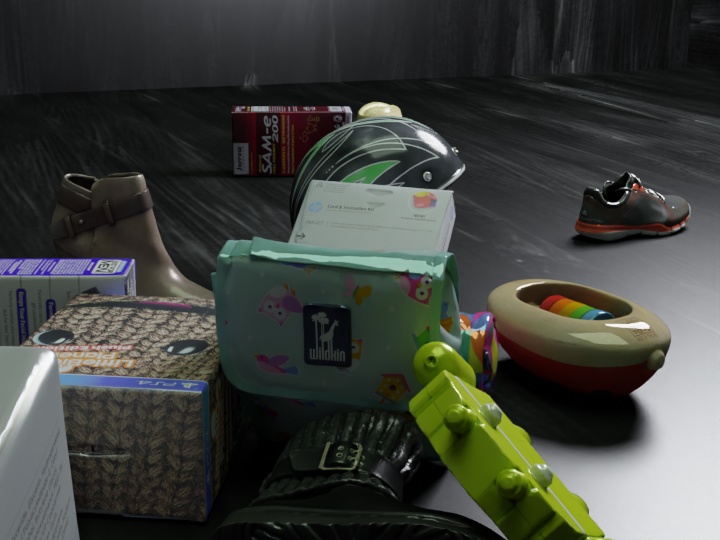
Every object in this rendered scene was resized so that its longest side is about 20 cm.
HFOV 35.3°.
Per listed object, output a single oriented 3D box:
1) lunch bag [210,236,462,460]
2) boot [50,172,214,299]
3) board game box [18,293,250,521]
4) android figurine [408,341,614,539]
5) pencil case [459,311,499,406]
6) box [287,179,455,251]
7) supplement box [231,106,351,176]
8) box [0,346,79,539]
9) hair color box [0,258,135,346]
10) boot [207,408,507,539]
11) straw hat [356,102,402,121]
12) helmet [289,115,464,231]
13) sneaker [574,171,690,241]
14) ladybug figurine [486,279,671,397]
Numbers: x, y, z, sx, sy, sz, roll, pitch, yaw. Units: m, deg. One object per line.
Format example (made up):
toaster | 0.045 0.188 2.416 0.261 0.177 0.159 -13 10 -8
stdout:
lunch bag | -0.010 0.050 0.835 0.168 0.201 0.123 6 57 12
boot | -0.233 -0.027 1.181 0.197 0.148 0.070 5 15 11
board game box | -0.173 0.096 0.862 0.157 0.098 0.200 2 17 4
android figurine | 0.093 0.120 0.691 0.182 0.041 0.200 51 5 25
pencil case | 0.026 0.072 0.981 0.198 0.089 0.088 4 17 14
box | 0.000 0.000 1.112 0.154 0.041 0.201 5 52 15
supplement box | -0.114 -0.215 1.877 0.197 0.110 0.061 -1 17 -4
box | -0.244 0.151 0.500 0.196 0.173 0.201 1 27 0
hair color box | -0.298 0.049 0.990 0.197 0.111 0.065 1 15 -2
boot | 0.022 0.153 0.713 0.209 0.080 0.158 7 18 20
straw hat | 0.036 -0.265 2.088 0.198 0.086 0.201 0 16 0
helmet | 0.018 -0.078 1.281 0.197 0.193 0.200 0 17 0
sneaker | 0.380 -0.094 1.545 0.198 0.083 0.077 -11 20 -34
ladybug figurine | 0.197 0.063 1.034 0.134 0.073 0.199 -8 19 -30
